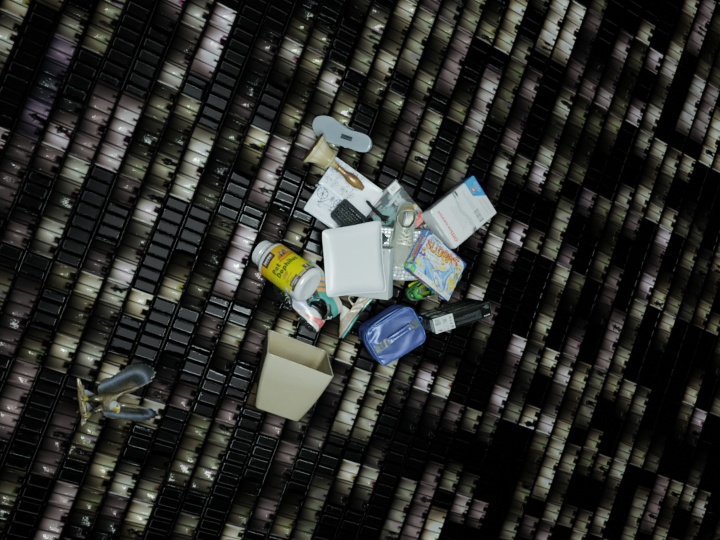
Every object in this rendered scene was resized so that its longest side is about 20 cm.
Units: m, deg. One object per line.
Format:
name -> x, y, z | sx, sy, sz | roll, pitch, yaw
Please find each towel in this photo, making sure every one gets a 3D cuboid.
towel -> 0.111, -0.057, 1.629 | 0.197, 0.086, 0.168 | 5, 105, -5

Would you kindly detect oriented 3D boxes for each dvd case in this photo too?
dvd case -> 0.125, -0.169, 1.673 | 0.146, 0.022, 0.200 | -45, 103, -9

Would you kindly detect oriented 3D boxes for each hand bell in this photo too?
hand bell -> -0.066, -0.310, 1.575 | 0.199, 0.104, 0.105 | 36, 84, -17

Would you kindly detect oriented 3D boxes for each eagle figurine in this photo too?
eagle figurine -> -0.680, 0.361, 1.455 | 0.199, 0.151, 0.152 | -8, 139, -42

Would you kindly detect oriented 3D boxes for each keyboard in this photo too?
keyboard -> 0.010, -0.149, 1.554 | 0.127, 0.021, 0.200 | -43, 65, -4

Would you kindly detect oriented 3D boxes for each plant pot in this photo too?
plant pot -> -0.214, 0.316, 1.528 | 0.198, 0.200, 0.179 | 23, 98, -14

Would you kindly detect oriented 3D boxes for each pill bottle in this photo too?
pill bottle -> -0.219, -0.005, 1.515 | 0.199, 0.109, 0.110 | 33, 83, 21

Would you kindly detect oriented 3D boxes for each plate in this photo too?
plate -> -0.016, -0.030, 1.515 | 0.198, 0.032, 0.202 | -7, 86, 28

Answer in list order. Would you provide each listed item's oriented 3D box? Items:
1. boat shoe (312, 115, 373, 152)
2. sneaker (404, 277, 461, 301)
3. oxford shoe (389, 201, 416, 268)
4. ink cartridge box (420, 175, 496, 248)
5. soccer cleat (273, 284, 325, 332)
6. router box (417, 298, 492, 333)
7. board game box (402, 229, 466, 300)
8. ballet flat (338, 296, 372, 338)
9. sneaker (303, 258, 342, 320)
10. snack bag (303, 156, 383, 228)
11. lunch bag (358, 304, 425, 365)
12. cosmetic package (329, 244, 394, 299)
boat shoe -> -0.051, -0.415, 1.595 | 0.197, 0.068, 0.074 | 20, 99, 10
sneaker -> 0.246, 0.048, 1.679 | 0.198, 0.085, 0.079 | -27, 98, -13
oxford shoe -> 0.128, -0.101, 1.544 | 0.074, 0.058, 0.202 | 3, 108, -8
ink cartridge box -> 0.315, -0.184, 1.677 | 0.199, 0.086, 0.147 | -38, 100, -15
soccer cleat -> -0.184, 0.098, 1.591 | 0.200, 0.068, 0.073 | 49, 62, -10
router box -> 0.296, 0.142, 1.663 | 0.198, 0.149, 0.052 | -15, 95, -13
board game box -> 0.231, -0.014, 1.598 | 0.199, 0.034, 0.136 | 36, 77, -34
ballet flat -> -0.022, 0.118, 1.634 | 0.067, 0.068, 0.201 | 37, 77, 7
sneaker -> -0.136, 0.058, 1.564 | 0.080, 0.071, 0.201 | -31, 82, -44
snack bag -> -0.056, -0.219, 1.614 | 0.188, 0.021, 0.201 | 36, 83, -6
lunch bag -> 0.106, 0.197, 1.626 | 0.199, 0.132, 0.137 | -32, 99, -10
cosmetic package -> 0.000, 0.000, 1.574 | 0.198, 0.052, 0.153 | 6, 103, 20
